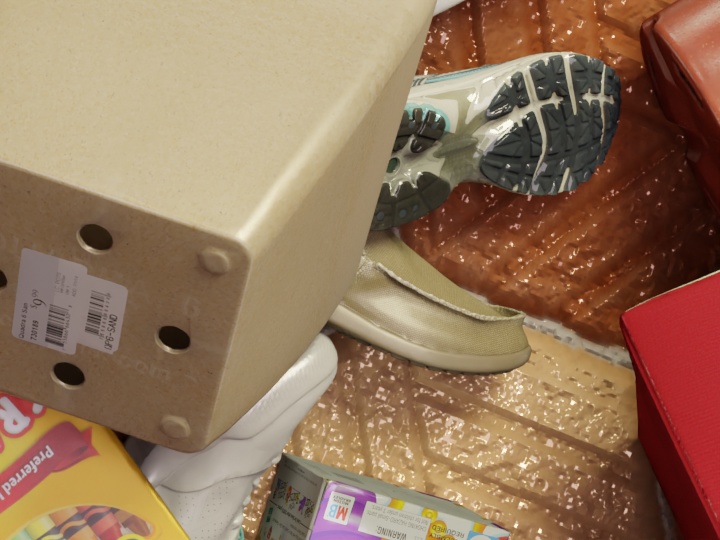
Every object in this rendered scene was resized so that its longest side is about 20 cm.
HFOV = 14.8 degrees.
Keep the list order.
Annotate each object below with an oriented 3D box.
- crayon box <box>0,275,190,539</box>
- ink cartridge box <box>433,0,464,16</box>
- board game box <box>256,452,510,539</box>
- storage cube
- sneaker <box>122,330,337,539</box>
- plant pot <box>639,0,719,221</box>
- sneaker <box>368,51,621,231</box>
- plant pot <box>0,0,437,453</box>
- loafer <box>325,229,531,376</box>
[{"bbox_3d":[-0.167,0.118,1.331,0.127,0.051,0.200,-37,92,-10],"label":"crayon box"},{"bbox_3d":[0.010,-0.197,1.400,0.200,0.083,0.145,-27,98,-9],"label":"ink cartridge box"},{"bbox_3d":[-0.012,0.207,1.409,0.103,0.105,0.200,17,90,-14],"label":"board game box"},{"bbox_3d":[0.243,0.095,1.381,0.200,0.171,0.180,-22,63,0],"label":"storage cube"},{"bbox_3d":[-0.080,0.113,1.414,0.200,0.075,0.089,-40,113,-1],"label":"sneaker"},{"bbox_3d":[0.262,-0.104,1.417,0.195,0.201,0.201,-28,99,-2],"label":"plant pot"},{"bbox_3d":[0.046,-0.081,1.420,0.200,0.086,0.078,-11,117,-35],"label":"sneaker"},{"bbox_3d":[-0.098,-0.037,1.249,0.200,0.177,0.200,18,132,2],"label":"plant pot"},{"bbox_3d":[0.000,0.000,1.414,0.200,0.076,0.067,18,95,-13],"label":"loafer"}]
